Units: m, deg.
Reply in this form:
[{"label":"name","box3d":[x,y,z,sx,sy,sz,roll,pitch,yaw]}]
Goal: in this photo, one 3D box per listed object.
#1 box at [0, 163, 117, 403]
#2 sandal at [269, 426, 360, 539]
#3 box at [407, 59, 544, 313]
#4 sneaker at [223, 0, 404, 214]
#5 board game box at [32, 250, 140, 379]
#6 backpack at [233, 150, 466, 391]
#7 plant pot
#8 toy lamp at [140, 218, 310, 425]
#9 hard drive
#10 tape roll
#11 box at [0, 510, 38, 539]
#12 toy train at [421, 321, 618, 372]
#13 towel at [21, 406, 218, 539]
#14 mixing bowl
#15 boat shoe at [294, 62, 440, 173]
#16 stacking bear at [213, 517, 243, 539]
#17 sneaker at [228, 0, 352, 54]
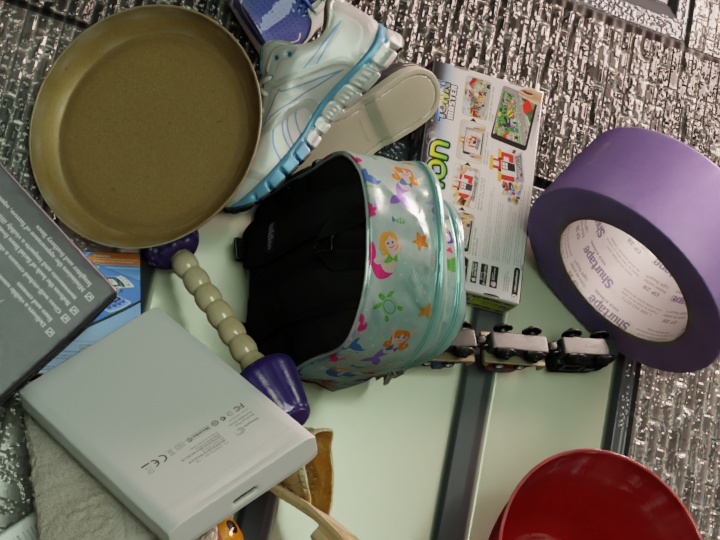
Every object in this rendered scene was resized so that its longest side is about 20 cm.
[{"label":"box","box3d":[-0.306,0.037,1.413,0.149,0.107,0.200,48,64,-3]},{"label":"sandal","box3d":[-0.037,0.156,1.476,0.070,0.078,0.212,-50,59,1]},{"label":"box","box3d":[0.094,-0.073,1.657,0.109,0.035,0.201,15,70,-16]},{"label":"sneaker","box3d":[-0.060,-0.136,1.536,0.087,0.075,0.200,40,87,-10]},{"label":"board game box","box3d":[-0.270,0.033,1.497,0.199,0.019,0.104,3,76,-20]},{"label":"backpack","box3d":[0.000,0.000,1.509,0.150,0.200,0.179,6,72,-22]},{"label":"plant pot","box3d":[-0.168,-0.112,1.523,0.199,0.027,0.201,-4,76,17]},{"label":"toy lamp","box3d":[-0.104,0.046,1.496,0.058,0.058,0.200,-22,56,-24]},{"label":"hard drive","box3d":[-0.144,0.112,1.413,0.132,0.027,0.200,-32,46,-25]},{"label":"tape roll","box3d":[0.243,-0.016,1.607,0.200,0.200,0.085,48,64,-2]},{"label":"box","box3d":[-0.200,0.200,1.459,0.199,0.049,0.083,-32,88,-25]},{"label":"toy train","box3d":[0.124,0.067,1.624,0.199,0.046,0.034,4,62,-22]},{"label":"towel","box3d":[-0.180,0.150,1.420,0.132,0.035,0.200,-13,42,-7]},{"label":"mixing bowl","box3d":[0.172,0.255,1.547,0.199,0.108,0.201,11,65,-24]},{"label":"boat shoe","box3d":[-0.029,-0.120,1.620,0.199,0.063,0.073,-27,121,-14]},{"label":"stacking bear","box3d":[-0.076,0.253,1.440,0.200,0.114,0.122,38,26,-20]},{"label":"sneaker","box3d":[-0.015,-0.267,1.626,0.199,0.115,0.081,-35,88,-25]}]
